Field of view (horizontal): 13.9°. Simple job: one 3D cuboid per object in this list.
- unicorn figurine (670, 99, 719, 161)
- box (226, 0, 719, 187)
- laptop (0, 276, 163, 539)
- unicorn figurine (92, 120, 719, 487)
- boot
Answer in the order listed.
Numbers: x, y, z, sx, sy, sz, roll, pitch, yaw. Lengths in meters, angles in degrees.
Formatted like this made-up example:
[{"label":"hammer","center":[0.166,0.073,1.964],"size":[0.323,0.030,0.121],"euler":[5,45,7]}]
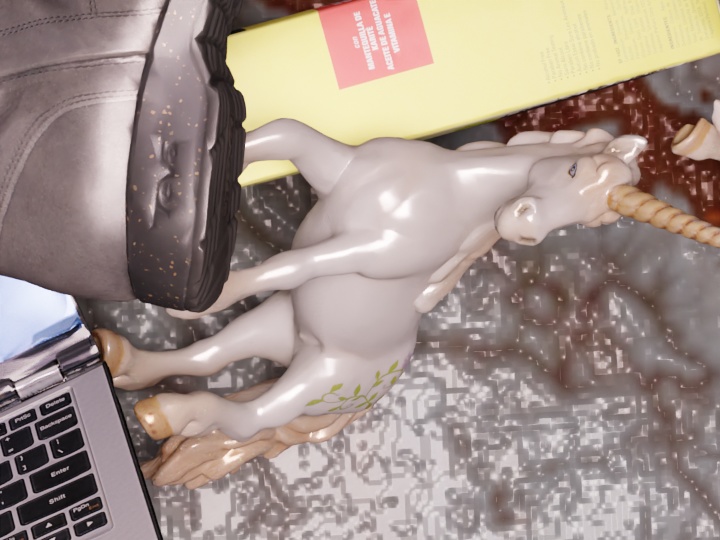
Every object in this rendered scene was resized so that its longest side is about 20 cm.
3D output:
[{"label":"unicorn figurine","center":[0.164,-0.012,0.958],"size":[0.200,0.074,0.137],"euler":[-47,107,-8]},{"label":"box","center":[0.012,-0.066,0.943],"size":[0.199,0.075,0.050],"euler":[-15,93,-4]},{"label":"laptop","center":[-0.171,0.044,0.835],"size":[0.187,0.200,0.116],"euler":[-25,127,0]},{"label":"unicorn figurine","center":[0.000,0.000,0.894],"size":[0.137,0.200,0.074],"euler":[-6,72,-24]},{"label":"boot","center":[-0.094,-0.089,0.817],"size":[0.131,0.070,0.201],"euler":[6,80,8]}]
